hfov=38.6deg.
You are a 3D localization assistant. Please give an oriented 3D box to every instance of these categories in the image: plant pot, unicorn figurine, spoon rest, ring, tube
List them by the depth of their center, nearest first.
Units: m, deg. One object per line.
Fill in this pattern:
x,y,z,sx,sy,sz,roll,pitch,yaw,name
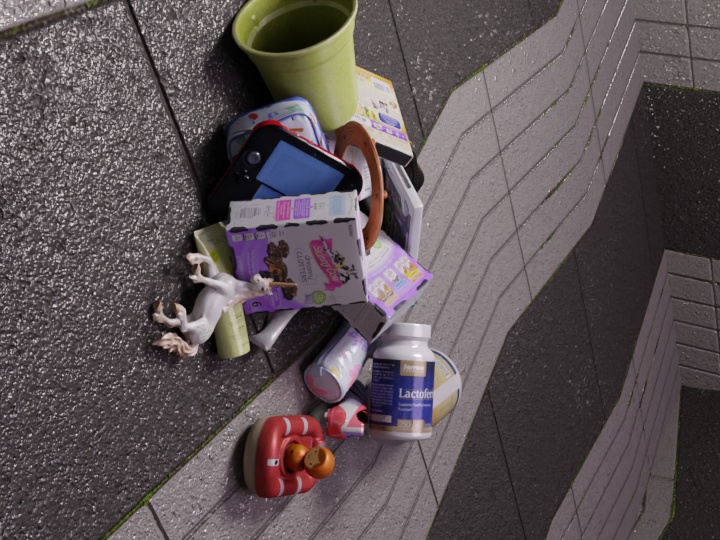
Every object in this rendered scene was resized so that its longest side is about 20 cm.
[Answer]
-0.214,0.041,1.501,0.200,0.074,0.137,-46,134,4,unicorn figurine
-0.209,0.030,1.564,0.058,0.051,0.204,-126,-154,-77,tube
-0.001,-0.132,1.612,0.019,0.200,0.205,-8,102,-21,ring
-0.083,-0.326,1.620,0.202,0.197,0.186,-62,151,-34,plant pot
-0.114,0.034,1.671,0.202,0.098,0.061,-59,170,0,spoon rest

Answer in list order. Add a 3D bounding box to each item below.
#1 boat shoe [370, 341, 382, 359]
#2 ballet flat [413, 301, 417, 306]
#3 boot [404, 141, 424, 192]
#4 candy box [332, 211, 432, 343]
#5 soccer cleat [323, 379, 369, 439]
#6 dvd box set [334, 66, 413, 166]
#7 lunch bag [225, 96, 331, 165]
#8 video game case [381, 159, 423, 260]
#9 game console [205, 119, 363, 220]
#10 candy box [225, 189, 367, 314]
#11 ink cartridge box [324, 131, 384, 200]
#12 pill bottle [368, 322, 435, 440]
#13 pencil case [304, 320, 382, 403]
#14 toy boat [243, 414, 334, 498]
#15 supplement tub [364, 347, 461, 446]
0.046,0.069,1.965,0.060,0.074,0.205,12,83,-52,boat shoe
0.016,0.029,1.847,0.196,0.067,0.065,4,81,-24,ballet flat
0.068,-0.237,1.980,0.201,0.076,0.141,88,-15,-65,boot
0.000,0.000,1.757,0.167,0.200,0.072,-37,166,-50,candy box
-0.011,0.252,1.848,0.200,0.075,0.068,-43,139,-72,soccer cleat
0.008,-0.275,1.758,0.144,0.029,0.203,17,41,-31,dvd box set
-0.113,-0.159,1.595,0.076,0.157,0.202,-109,179,-55,lunch bag
0.065,-0.101,1.859,0.202,0.023,0.184,93,-20,-46,video game case
-0.111,-0.119,1.559,0.198,0.031,0.178,27,111,-27,game console
-0.092,-0.026,1.559,0.072,0.195,0.170,-91,174,-50,candy box
-0.046,-0.189,1.776,0.199,0.083,0.148,-28,116,-56,ink cartridge box
0.075,0.196,1.835,0.115,0.114,0.205,8,84,-58,pill bottle
-0.023,0.143,1.847,0.201,0.082,0.092,-53,150,-41,pencil case
-0.101,0.309,1.690,0.199,0.128,0.134,11,84,-59,toy boat
0.097,0.247,2.003,0.199,0.142,0.148,-25,114,-55,supplement tub
